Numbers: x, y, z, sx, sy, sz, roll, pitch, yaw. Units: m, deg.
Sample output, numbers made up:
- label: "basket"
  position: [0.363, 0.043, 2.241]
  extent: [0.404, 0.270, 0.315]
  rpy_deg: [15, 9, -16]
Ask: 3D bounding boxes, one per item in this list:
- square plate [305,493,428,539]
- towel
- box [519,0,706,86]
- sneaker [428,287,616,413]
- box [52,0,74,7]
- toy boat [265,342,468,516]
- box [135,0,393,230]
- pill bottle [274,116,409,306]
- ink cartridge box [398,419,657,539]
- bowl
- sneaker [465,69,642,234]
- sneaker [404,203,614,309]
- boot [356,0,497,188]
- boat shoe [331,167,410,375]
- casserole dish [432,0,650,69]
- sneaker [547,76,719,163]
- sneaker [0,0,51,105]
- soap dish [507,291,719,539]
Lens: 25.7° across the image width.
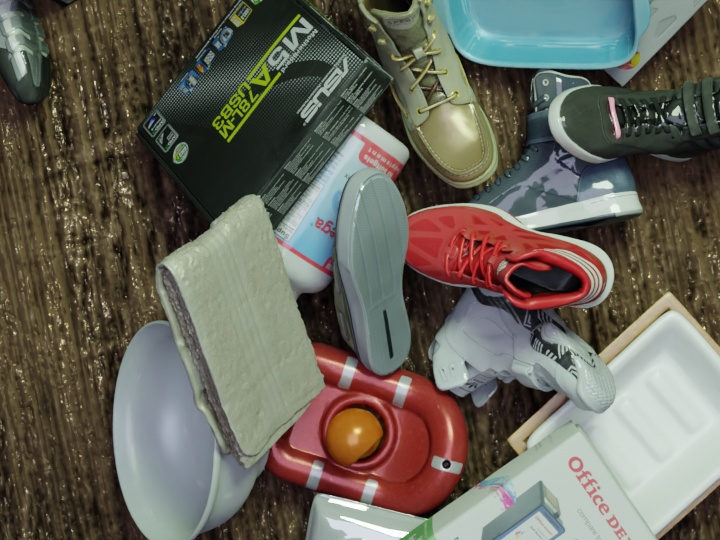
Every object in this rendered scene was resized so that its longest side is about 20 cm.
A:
- label: "square plate"
  position: [0.034, 0.316, 1.435]
  extent: [0.196, 0.028, 0.202]
  rpy_deg: [13, 109, 2]
- label: "towel"
  position: [-0.098, 0.051, 1.314]
  extent: [0.034, 0.132, 0.202]
  rpy_deg: [1, 119, 35]
- label: "box"
  position: [0.206, -0.280, 1.388]
  extent: [0.199, 0.041, 0.156]
  rpy_deg: [38, 133, -5]
- label: "sneaker"
  position: [0.138, 0.087, 1.405]
  extent: [0.115, 0.075, 0.200]
  rpy_deg: [-52, 47, 11]
- label: "box"
  position: [-0.290, -0.363, 1.420]
  extent: [0.124, 0.149, 0.201]
  rpy_deg: [-32, 89, 4]
- label: "toy boat"
  position: [-0.001, 0.147, 1.414]
  extent: [0.198, 0.131, 0.132]
  rpy_deg: [17, 91, 3]
- label: "box"
  position: [-0.091, -0.145, 1.400]
  extent: [0.200, 0.047, 0.193]
  rpy_deg: [-50, 45, 8]
- label: "pill bottle"
  position: [-0.050, -0.053, 1.428]
  extent: [0.108, 0.109, 0.201]
  rpy_deg: [32, 92, 3]
- label: "ink cartridge box"
  position: [0.146, 0.246, 1.350]
  extent: [0.199, 0.088, 0.146]
  rpy_deg: [-35, 90, 2]
- label: "bowl"
  position: [-0.141, 0.144, 1.417]
  extent: [0.090, 0.200, 0.204]
  rpy_deg: [-1, 90, -34]
- label: "sneaker"
  position: [0.143, -0.101, 1.435]
  extent: [0.200, 0.077, 0.148]
  rpy_deg: [-12, 86, 7]
- label: "sneaker"
  position: [0.111, -0.015, 1.336]
  extent: [0.198, 0.115, 0.079]
  rpy_deg: [9, 93, 19]
- label: "boot"
  position: [0.053, -0.180, 1.372]
  extent: [0.071, 0.155, 0.201]
  rpy_deg: [-24, 66, 2]
- label: "boat shoe"
  position: [0.000, 0.000, 1.380]
  extent: [0.072, 0.062, 0.202]
  rpy_deg: [-26, 126, -33]
- label: "casserole dish"
  position: [0.161, -0.239, 1.390]
  extent: [0.198, 0.039, 0.122]
  rpy_deg: [4, 129, 23]
- label: "sneaker"
  position: [0.257, -0.137, 1.365]
  extent: [0.198, 0.099, 0.072]
  rpy_deg: [1, 77, -37]
- label: "sneaker"
  position: [-0.365, -0.234, 1.469]
  extent: [0.114, 0.075, 0.202]
  rpy_deg: [-19, 79, 8]
- label: "soap dish"
  position: [0.256, 0.144, 1.425]
  extent: [0.200, 0.081, 0.158]
  rpy_deg: [-42, 88, 3]
